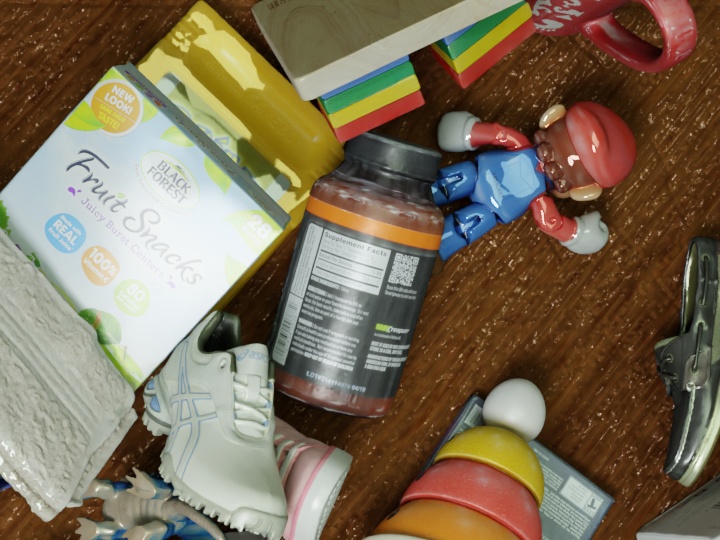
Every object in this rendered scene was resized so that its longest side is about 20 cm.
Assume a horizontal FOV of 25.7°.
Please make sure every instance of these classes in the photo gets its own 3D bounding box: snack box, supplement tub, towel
[{"bbox_3d":[-0.177,-0.020,1.143,0.168,0.068,0.200,42,99,-5],"label":"snack box"},{"bbox_3d":[0.000,0.000,1.172,0.106,0.107,0.202,16,96,-10],"label":"supplement tub"},{"bbox_3d":[-0.235,0.058,1.054,0.200,0.034,0.133,51,33,-15],"label":"towel"}]

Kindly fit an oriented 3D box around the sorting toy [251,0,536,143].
[{"bbox_3d":[0.035,-0.183,1.180,0.197,0.200,0.070,-25,117,-2],"label":"sorting toy"}]

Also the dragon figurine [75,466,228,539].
[{"bbox_3d":[-0.131,0.165,1.100,0.099,0.199,0.060,3,81,-46],"label":"dragon figurine"}]

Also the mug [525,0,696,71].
[{"bbox_3d":[0.176,-0.238,1.208,0.132,0.200,0.180,5,82,-12],"label":"mug"}]

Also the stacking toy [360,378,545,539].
[{"bbox_3d":[0.091,0.169,1.184,0.145,0.146,0.201,30,59,-7],"label":"stacking toy"}]

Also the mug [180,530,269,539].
[{"bbox_3d":[-0.129,0.302,1.121,0.176,0.133,0.202,-10,89,-14],"label":"mug"}]

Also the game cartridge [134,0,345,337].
[{"bbox_3d":[-0.126,-0.078,1.216,0.176,0.032,0.200,42,78,-4],"label":"game cartridge"}]

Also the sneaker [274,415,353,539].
[{"bbox_3d":[-0.065,0.143,1.120,0.104,0.200,0.076,26,85,-1],"label":"sneaker"}]

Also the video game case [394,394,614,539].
[{"bbox_3d":[0.089,0.220,1.231,0.142,0.019,0.201,36,78,-5],"label":"video game case"}]

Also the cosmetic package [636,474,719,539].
[{"bbox_3d":[0.349,0.245,1.208,0.164,0.165,0.201,-30,89,-13],"label":"cosmetic package"}]

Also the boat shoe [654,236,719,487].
[{"bbox_3d":[0.266,0.069,1.266,0.065,0.072,0.203,18,78,1],"label":"boat shoe"}]

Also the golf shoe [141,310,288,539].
[{"bbox_3d":[-0.089,0.096,1.055,0.078,0.200,0.098,20,107,-33],"label":"golf shoe"}]

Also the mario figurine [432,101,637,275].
[{"bbox_3d":[0.126,-0.068,1.261,0.198,0.106,0.124,-22,124,-4],"label":"mario figurine"}]

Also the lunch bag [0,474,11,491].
[{"bbox_3d":[-0.320,0.097,1.054,0.123,0.200,0.171,-27,87,10],"label":"lunch bag"}]
